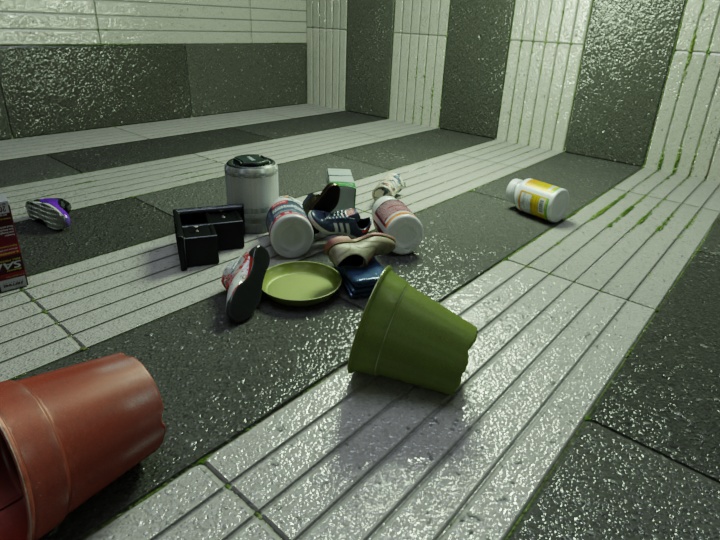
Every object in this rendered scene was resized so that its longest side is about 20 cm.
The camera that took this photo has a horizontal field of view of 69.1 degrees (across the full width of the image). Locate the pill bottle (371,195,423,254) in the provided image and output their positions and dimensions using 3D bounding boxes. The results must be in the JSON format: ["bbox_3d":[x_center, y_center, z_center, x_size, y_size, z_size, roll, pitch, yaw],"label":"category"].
[{"bbox_3d":[0.100,-0.137,1.502,0.111,0.117,0.201,-4,26,-13],"label":"pill bottle"}]

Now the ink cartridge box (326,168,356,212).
[{"bbox_3d":[-0.064,-0.219,1.619,0.080,0.151,0.201,1,26,-7],"label":"ink cartridge box"}]

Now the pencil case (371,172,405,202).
[{"bbox_3d":[0.101,-0.289,1.860,0.087,0.080,0.201,-5,22,19],"label":"pencil case"}]

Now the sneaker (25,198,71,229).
[{"bbox_3d":[-0.901,-0.180,1.553,0.196,0.072,0.099,19,27,30],"label":"sneaker"}]

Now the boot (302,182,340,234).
[{"bbox_3d":[-0.123,-0.202,1.495,0.073,0.201,0.099,0,54,-33],"label":"boot"}]

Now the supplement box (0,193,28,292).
[{"bbox_3d":[-0.812,-0.054,1.144,0.107,0.206,0.060,-19,33,-39],"label":"supplement box"}]

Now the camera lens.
[{"bbox_3d":[-0.322,-0.233,1.560,0.155,0.206,0.161,2,25,-1],"label":"camera lens"}]

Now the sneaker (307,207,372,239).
[{"bbox_3d":[-0.052,-0.145,1.454,0.196,0.085,0.076,12,45,-38],"label":"sneaker"}]

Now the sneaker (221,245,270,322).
[{"bbox_3d":[-0.273,0.042,1.168,0.106,0.067,0.205,-23,39,35],"label":"sneaker"}]

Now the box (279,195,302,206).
[{"bbox_3d":[-0.225,-0.192,1.679,0.108,0.036,0.198,-18,33,-36],"label":"box"}]

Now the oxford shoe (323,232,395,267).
[{"bbox_3d":[0.009,-0.039,1.260,0.195,0.071,0.076,-10,54,-28],"label":"oxford shoe"}]

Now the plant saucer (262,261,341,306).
[{"bbox_3d":[-0.141,0.034,1.225,0.193,0.032,0.201,2,26,-1],"label":"plant saucer"}]

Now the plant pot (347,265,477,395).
[{"bbox_3d":[0.099,0.123,0.915,0.186,0.205,0.200,22,29,11],"label":"plant pot"}]

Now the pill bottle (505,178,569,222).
[{"bbox_3d":[0.596,-0.246,1.777,0.109,0.114,0.199,-15,30,-32],"label":"pill bottle"}]

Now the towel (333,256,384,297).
[{"bbox_3d":[0.000,0.000,1.287,0.108,0.050,0.201,-6,26,-16],"label":"towel"}]

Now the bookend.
[{"bbox_3d":[-0.391,-0.095,1.395,0.193,0.095,0.200,-7,28,-20],"label":"bookend"}]

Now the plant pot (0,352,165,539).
[{"bbox_3d":[-0.373,0.211,0.670,0.197,0.207,0.194,18,21,29],"label":"plant pot"}]

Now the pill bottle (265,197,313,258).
[{"bbox_3d":[-0.202,-0.128,1.452,0.116,0.123,0.201,-5,26,-15],"label":"pill bottle"}]
